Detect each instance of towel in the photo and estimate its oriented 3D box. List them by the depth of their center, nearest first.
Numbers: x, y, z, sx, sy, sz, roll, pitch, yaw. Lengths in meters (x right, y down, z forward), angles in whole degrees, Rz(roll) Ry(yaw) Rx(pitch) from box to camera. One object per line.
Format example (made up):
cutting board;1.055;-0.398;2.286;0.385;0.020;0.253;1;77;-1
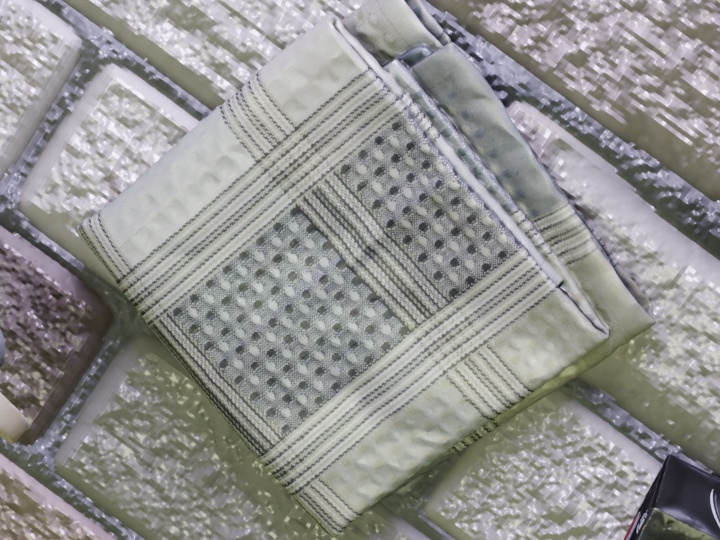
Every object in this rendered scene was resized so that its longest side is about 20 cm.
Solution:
towel;0.000;0.000;0.987;0.200;0.035;0.193;-36;96;22

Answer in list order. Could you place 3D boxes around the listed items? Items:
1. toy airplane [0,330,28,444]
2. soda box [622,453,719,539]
toy airplane;-0.243;-0.014;0.991;0.198;0.141;0.201;4;128;47
soda box;0.205;0.160;0.970;0.199;0.063;0.071;26;112;4
